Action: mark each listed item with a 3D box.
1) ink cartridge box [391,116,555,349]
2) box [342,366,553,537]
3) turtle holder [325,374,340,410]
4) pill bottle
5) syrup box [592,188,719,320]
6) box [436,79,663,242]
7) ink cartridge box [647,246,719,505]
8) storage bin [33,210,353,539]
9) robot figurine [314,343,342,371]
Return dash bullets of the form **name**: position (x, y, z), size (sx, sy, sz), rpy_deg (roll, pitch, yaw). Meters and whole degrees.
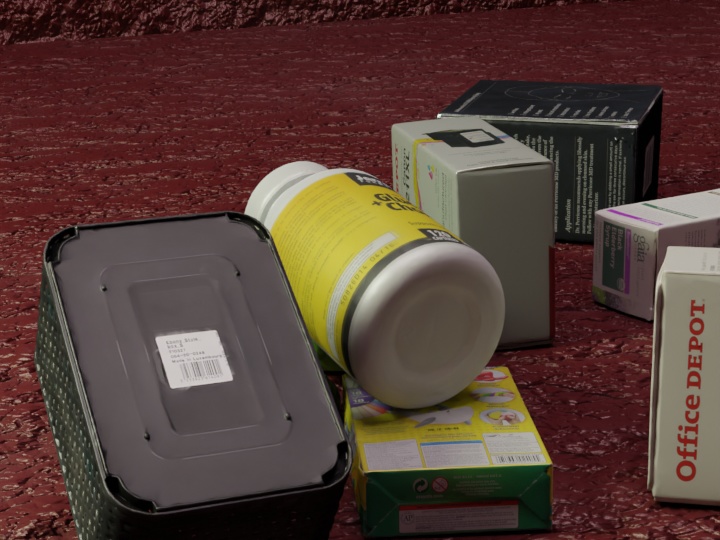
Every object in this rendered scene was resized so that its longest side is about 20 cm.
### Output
- **ink cartridge box**: position (0.089, -0.034, 1.445), size (0.082, 0.147, 0.200), rpy_deg (-6, 16, -13)
- **box**: position (0.049, 0.107, 1.128), size (0.116, 0.049, 0.200), rpy_deg (-2, 18, -3)
- **turtle holder**: position (-0.106, 0.048, 1.169), size (0.184, 0.142, 0.132), rpy_deg (-4, 9, -6)
- **pill bottle**: position (0.000, 0.000, 1.166), size (0.111, 0.113, 0.200), rpy_deg (-9, 28, -28)
- **syrup box**: position (0.295, -0.020, 1.510), size (0.198, 0.080, 0.081), rpy_deg (-11, 19, -31)
- **box**: position (0.190, -0.112, 1.763), size (0.195, 0.125, 0.200), rpy_deg (5, 17, 16)
- **ink cartridge box**: position (0.278, 0.066, 1.077), size (0.198, 0.148, 0.083), rpy_deg (4, 15, 11)
- **storage bin**: position (-0.098, 0.073, 0.990), size (0.134, 0.094, 0.201), rpy_deg (-6, 49, -21)
- **robot figurine**: position (-0.021, 0.005, 1.362), size (0.174, 0.117, 0.200), rpy_deg (-13, 15, 0)
